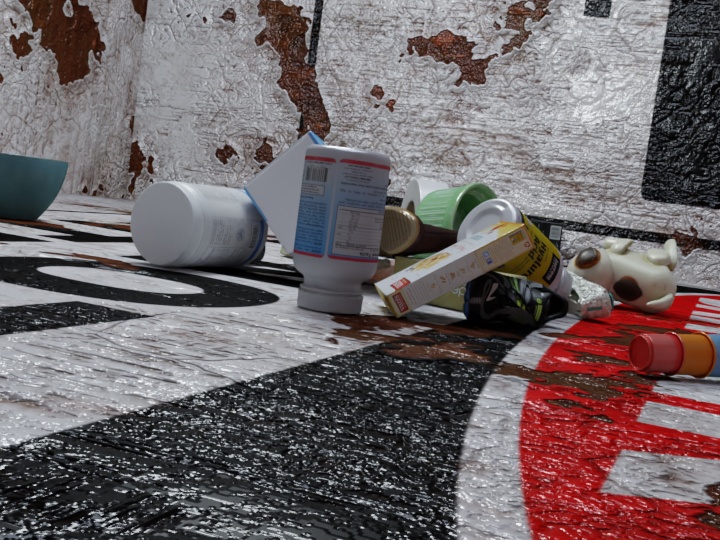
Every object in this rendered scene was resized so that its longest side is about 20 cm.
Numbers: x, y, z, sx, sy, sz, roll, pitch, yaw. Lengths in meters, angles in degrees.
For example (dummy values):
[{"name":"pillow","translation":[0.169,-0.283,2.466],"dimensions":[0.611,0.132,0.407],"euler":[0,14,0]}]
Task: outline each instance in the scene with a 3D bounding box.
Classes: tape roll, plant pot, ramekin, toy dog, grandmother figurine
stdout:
[{"name":"tape roll","translation":[0.135,-0.093,2.044],"dimensions":[0.070,0.203,0.202],"euler":[7,4,-11]},{"name":"plant pot","translation":[-0.736,-0.180,2.031],"dimensions":[0.199,0.135,0.200],"euler":[8,4,-1]},{"name":"ramekin","translation":[0.178,-0.059,1.741],"dimensions":[0.097,0.201,0.200],"euler":[1,-1,38]},{"name":"toy dog","translation":[0.501,0.019,1.848],"dimensions":[0.199,0.140,0.194],"euler":[10,41,4]},{"name":"grandmother figurine","translation":[0.000,0.000,1.559],"dimensions":[0.199,0.061,0.121],"euler":[0,-19,-43]}]

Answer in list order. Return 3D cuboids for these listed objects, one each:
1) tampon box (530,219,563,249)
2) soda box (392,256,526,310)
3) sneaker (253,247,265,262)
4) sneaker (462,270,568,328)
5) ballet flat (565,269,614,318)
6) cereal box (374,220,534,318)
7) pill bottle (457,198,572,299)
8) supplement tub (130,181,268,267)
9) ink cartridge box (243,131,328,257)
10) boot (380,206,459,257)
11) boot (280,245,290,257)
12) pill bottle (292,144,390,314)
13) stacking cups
[{"name":"tampon box","translation":[0.632,-0.106,3.403],"dimensions":[0.126,0.151,0.200],"euler":[7,5,-3]},{"name":"soda box","translation":[0.145,0.024,1.420],"dimensions":[0.199,0.064,0.068],"euler":[10,5,39]},{"name":"sneaker","translation":[-0.269,-0.060,1.709],"dimensions":[0.199,0.074,0.082],"euler":[9,6,30]},{"name":"sneaker","translation":[0.212,0.039,1.288],"dimensions":[0.199,0.071,0.083],"euler":[6,2,-43]},{"name":"ballet flat","translation":[0.347,0.041,1.575],"dimensions":[0.071,0.072,0.200],"euler":[7,4,-13]},{"name":"cereal box","translation":[0.119,-0.005,1.255],"dimensions":[0.199,0.040,0.144],"euler":[-26,7,-3]},{"name":"pill bottle","translation":[0.249,-0.017,1.491],"dimensions":[0.111,0.112,0.200],"euler":[13,-19,49]},{"name":"supplement tub","translation":[-0.250,-0.071,1.502],"dimensions":[0.131,0.133,0.200],"euler":[10,4,29]},{"name":"ink cartridge box","translation":[-0.063,-0.102,1.561],"dimensions":[0.147,0.146,0.200],"euler":[54,9,20]},{"name":"boot","translation":[0.101,-0.059,1.480],"dimensions":[0.166,0.073,0.200],"euler":[-2,-4,-23]},{"name":"boot","translation":[-0.093,-0.096,1.947],"dimensions":[0.072,0.155,0.200],"euler":[4,5,-36]},{"name":"pill bottle","translation":[-0.027,-0.051,1.184],"dimensions":[0.108,0.201,0.109],"euler":[8,5,-1]},{"name":"stacking cups","translation":[0.384,0.091,1.020],"dimensions":[0.199,0.061,0.060],"euler":[4,6,-24]}]
